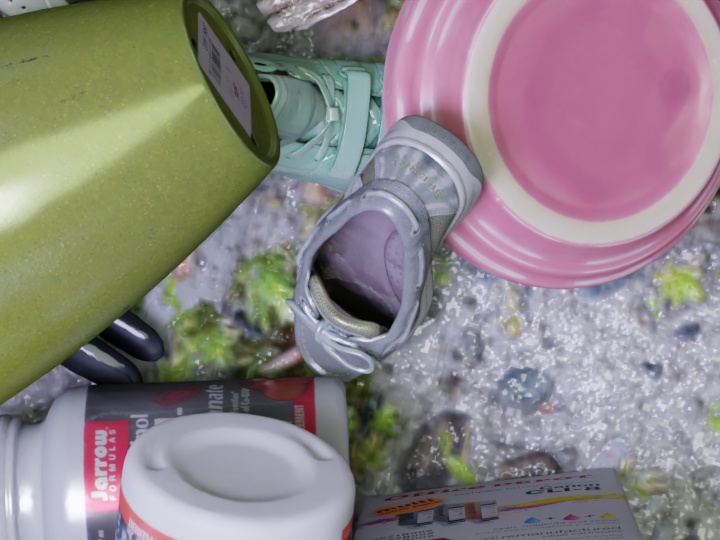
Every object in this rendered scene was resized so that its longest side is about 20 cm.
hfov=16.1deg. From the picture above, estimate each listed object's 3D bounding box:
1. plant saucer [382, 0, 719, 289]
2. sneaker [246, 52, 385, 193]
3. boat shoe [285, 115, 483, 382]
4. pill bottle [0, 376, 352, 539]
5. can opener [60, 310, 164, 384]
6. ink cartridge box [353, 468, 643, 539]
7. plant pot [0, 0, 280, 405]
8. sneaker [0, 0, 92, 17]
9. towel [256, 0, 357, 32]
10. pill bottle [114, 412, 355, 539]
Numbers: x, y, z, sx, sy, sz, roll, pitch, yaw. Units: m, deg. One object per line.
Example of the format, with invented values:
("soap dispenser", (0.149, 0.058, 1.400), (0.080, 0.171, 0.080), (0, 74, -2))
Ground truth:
("plant saucer", (0.111, -0.089, 1.291), (0.200, 0.051, 0.201), (-2, 95, -21))
("sneaker", (-0.012, -0.073, 1.303), (0.200, 0.118, 0.074), (3, 93, 2))
("boat shoe", (0.002, 0.001, 1.280), (0.074, 0.202, 0.065), (39, 55, 4))
("pill bottle", (-0.104, 0.113, 1.318), (0.200, 0.111, 0.111), (-3, 94, -1))
("can opener", (-0.196, 0.002, 1.357), (0.200, 0.079, 0.063), (25, 57, -2))
("ink cartridge box", (0.073, 0.191, 1.276), (0.145, 0.200, 0.145), (-7, 94, 2))
("plant pot", (-0.147, -0.048, 1.208), (0.200, 0.187, 0.187), (-25, 92, 15))
("sneaker", (-0.147, -0.160, 1.331), (0.200, 0.074, 0.089), (12, 97, 13))
("towel", (0.036, -0.184, 1.285), (0.200, 0.133, 0.035), (-28, 104, 5))
("pill bottle", (-0.069, 0.180, 1.227), (0.111, 0.111, 0.200), (9, 114, 3))
